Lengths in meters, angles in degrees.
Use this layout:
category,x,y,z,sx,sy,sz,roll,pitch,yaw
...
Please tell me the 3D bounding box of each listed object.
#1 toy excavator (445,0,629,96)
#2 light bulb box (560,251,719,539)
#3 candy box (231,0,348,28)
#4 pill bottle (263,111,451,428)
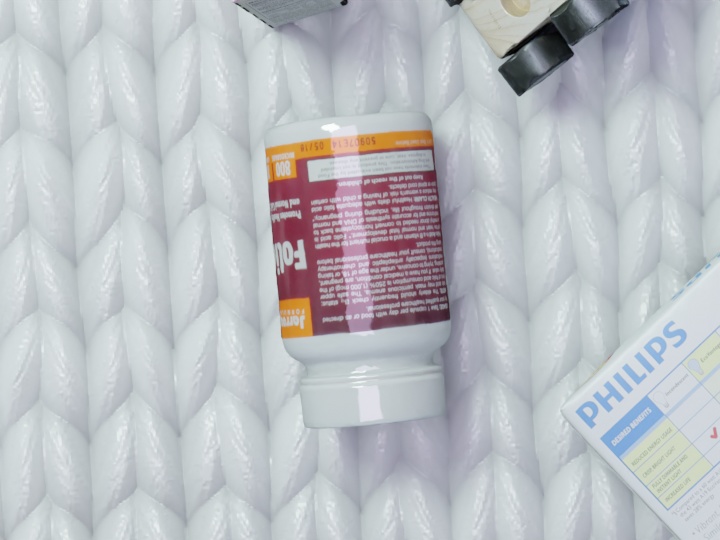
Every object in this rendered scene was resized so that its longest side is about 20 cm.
category,x,y,z,sx,sy,sz,roll,pitch,yaw
toy excavator,0.172,-0.230,1.652,0.100,0.200,0.194,52,138,2
light bulb box,0.267,0.094,1.629,0.198,0.125,0.200,-44,86,5
candy box,-0.064,-0.235,1.617,0.061,0.200,0.137,-18,89,4
pill bottle,0.000,0.000,1.657,0.114,0.114,0.201,-5,89,5
